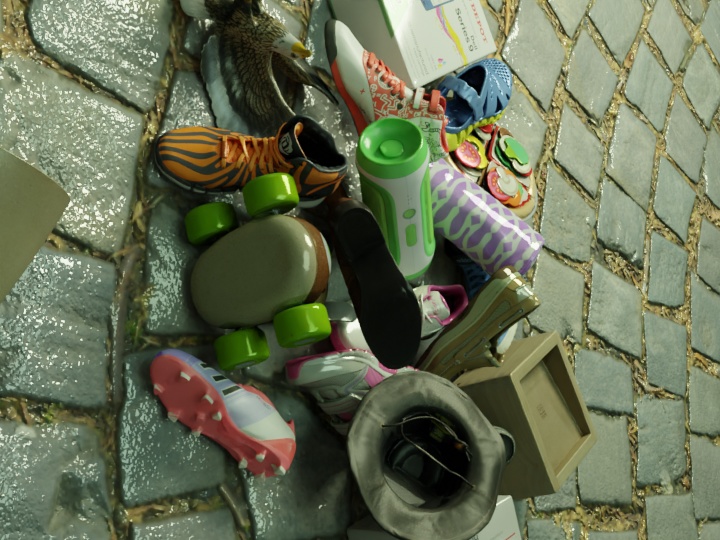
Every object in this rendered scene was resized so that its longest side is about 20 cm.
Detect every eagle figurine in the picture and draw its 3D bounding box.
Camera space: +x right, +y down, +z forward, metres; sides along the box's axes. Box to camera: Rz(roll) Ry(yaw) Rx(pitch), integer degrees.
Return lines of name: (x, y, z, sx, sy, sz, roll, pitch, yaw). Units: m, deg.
eagle figurine: (-0.103, -0.238, 1.218, 0.150, 0.152, 0.201, -17, 134, -9)

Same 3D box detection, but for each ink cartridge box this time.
ink cartridge box: (0.069, -0.312, 1.422, 0.199, 0.087, 0.147, -31, 104, -47)
ink cartridge box: (0.098, 0.298, 1.241, 0.115, 0.199, 0.069, -20, 99, -46)

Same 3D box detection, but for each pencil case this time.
pencil case: (0.132, -0.059, 1.373, 0.200, 0.086, 0.084, 40, 39, 4)

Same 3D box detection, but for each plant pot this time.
plant pot: (-0.352, -0.005, 0.865, 0.187, 0.186, 0.202, 33, 74, -37)

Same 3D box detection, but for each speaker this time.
speaker: (0.042, -0.078, 1.282, 0.201, 0.087, 0.089, 81, 29, -52)

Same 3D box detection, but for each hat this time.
hat: (0.058, 0.213, 1.208, 0.198, 0.081, 0.202, 14, 53, -19)

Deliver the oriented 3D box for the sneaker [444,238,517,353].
sneaker: (0.150, 0.007, 1.446, 0.111, 0.076, 0.202, 35, 56, -41)

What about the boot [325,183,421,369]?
boot: (0.000, 0.000, 1.242, 0.068, 0.200, 0.190, -28, 104, -3)

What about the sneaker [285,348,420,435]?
sneaker: (-0.004, 0.142, 1.254, 0.199, 0.081, 0.089, 19, 67, -42)

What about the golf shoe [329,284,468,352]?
golf shoe: (0.047, 0.051, 1.315, 0.199, 0.091, 0.076, -16, 82, -47)

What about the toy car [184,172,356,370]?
toy car: (-0.066, 0.005, 1.181, 0.199, 0.157, 0.166, 3, 69, -57)

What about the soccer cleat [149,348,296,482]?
soccer cleat: (-0.137, 0.135, 1.136, 0.200, 0.066, 0.077, 46, 34, -30)

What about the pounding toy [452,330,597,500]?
pounding toy: (0.192, 0.214, 1.428, 0.184, 0.141, 0.202, -30, 100, -54)

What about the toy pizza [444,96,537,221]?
toy pizza: (0.167, -0.152, 1.480, 0.199, 0.032, 0.202, 27, 42, -28)

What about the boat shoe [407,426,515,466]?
boat shoe: (0.096, 0.226, 1.296, 0.198, 0.068, 0.073, -8, 95, -21)

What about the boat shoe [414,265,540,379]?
boat shoe: (0.137, 0.089, 1.332, 0.076, 0.201, 0.071, 46, 32, 15)

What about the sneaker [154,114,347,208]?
sneaker: (-0.105, -0.125, 1.148, 0.198, 0.112, 0.079, 6, 69, -23)

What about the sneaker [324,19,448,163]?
sneaker: (0.036, -0.206, 1.287, 0.067, 0.107, 0.203, -75, 148, -59)

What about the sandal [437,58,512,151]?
sandal: (0.146, -0.228, 1.435, 0.079, 0.088, 0.200, 30, 42, 11)
